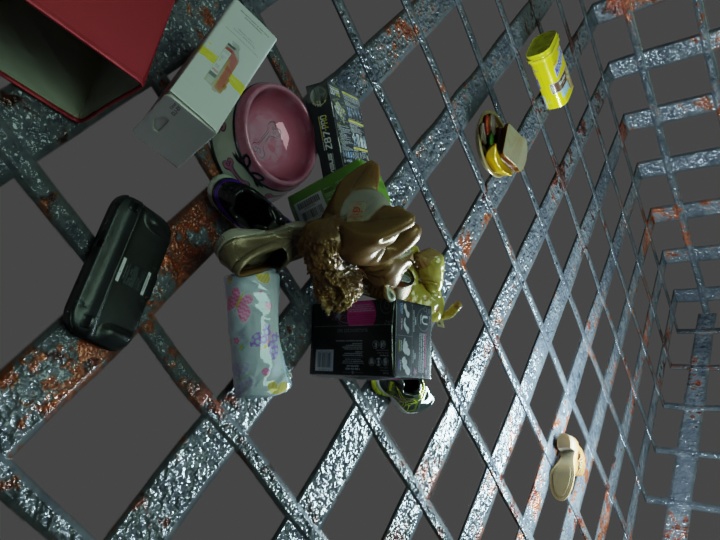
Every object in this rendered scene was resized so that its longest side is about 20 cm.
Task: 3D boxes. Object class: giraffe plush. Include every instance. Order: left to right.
[{"bbox_3d":[0.083,0.067,1.213,0.162,0.171,0.202,-37,102,-40],"label":"giraffe plush"}]

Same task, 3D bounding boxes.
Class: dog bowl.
[{"bbox_3d":[-0.152,-0.219,1.035,0.198,0.073,0.205,10,77,-49],"label":"dog bowl"}]

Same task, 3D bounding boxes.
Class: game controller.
[{"bbox_3d":[-0.322,0.003,0.835,0.104,0.041,0.203,49,50,-53],"label":"game controller"}]

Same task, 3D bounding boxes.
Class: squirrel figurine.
[{"bbox_3d":[0.000,-0.026,0.959,0.198,0.142,0.188,-34,145,-9],"label":"squirrel figurine"}]

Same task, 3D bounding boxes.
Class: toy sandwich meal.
[{"bbox_3d":[0.390,-0.349,1.710,0.203,0.069,0.210,9,78,-50],"label":"toy sandwich meal"}]

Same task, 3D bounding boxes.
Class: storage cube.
[{"bbox_3d":[-0.345,-0.318,0.739,0.199,0.169,0.183,32,60,-42],"label":"storage cube"}]

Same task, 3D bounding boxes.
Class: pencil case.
[{"bbox_3d":[-0.161,0.098,0.966,0.083,0.089,0.205,0,83,-76],"label":"pencil case"}]

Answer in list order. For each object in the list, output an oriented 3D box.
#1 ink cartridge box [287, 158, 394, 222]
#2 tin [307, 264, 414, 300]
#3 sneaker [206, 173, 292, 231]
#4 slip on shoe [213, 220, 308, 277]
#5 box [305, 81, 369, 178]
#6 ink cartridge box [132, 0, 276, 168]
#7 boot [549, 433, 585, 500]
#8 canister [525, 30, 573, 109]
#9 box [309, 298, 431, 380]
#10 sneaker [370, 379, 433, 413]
[{"bbox_3d":[-0.019,-0.118,1.101,0.077,0.146,0.200,66,17,6],"label":"ink cartridge box"},{"bbox_3d":[0.000,0.000,1.117,0.113,0.196,0.042,-71,179,-59],"label":"tin"},{"bbox_3d":[-0.151,-0.072,0.984,0.199,0.099,0.070,38,81,-37],"label":"sneaker"},{"bbox_3d":[-0.124,-0.029,0.931,0.198,0.077,0.061,-5,46,-50],"label":"slip on shoe"},{"bbox_3d":[-0.034,-0.251,1.146,0.200,0.048,0.165,-29,110,-73],"label":"box"},{"bbox_3d":[-0.223,-0.265,0.891,0.083,0.144,0.202,38,57,-24],"label":"ink cartridge box"},{"bbox_3d":[0.639,0.612,1.897,0.155,0.076,0.204,40,49,-45],"label":"boot"},{"bbox_3d":[0.622,-0.652,2.022,0.201,0.085,0.150,56,47,-31],"label":"canister"},{"bbox_3d":[0.018,0.126,1.096,0.114,0.197,0.135,12,76,-47],"label":"box"},{"bbox_3d":[0.102,0.249,1.272,0.199,0.083,0.076,32,62,-44],"label":"sneaker"}]
